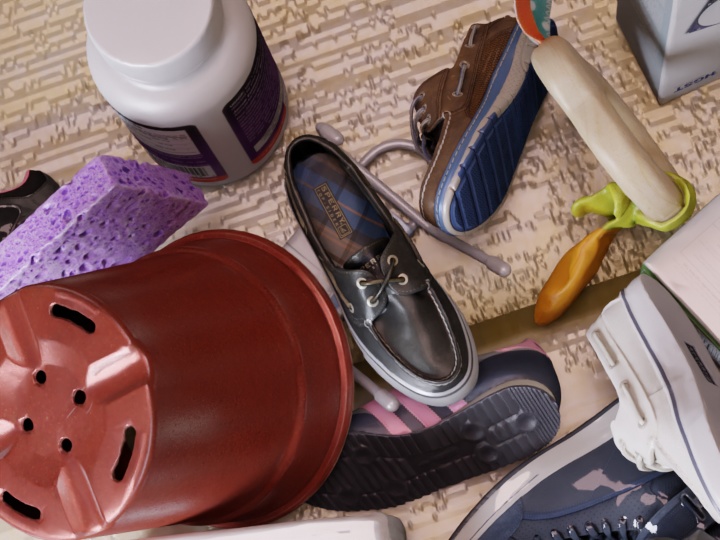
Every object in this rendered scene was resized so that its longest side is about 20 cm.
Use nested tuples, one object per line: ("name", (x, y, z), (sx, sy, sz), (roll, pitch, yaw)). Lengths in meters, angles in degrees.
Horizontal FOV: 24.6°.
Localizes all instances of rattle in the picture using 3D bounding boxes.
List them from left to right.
("rattle", (0.120, -0.089, 1.100), (0.142, 0.131, 0.200), (-34, 111, 32))

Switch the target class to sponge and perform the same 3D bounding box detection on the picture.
("sponge", (-0.205, 0.000, 1.102), (0.200, 0.111, 0.030), (-39, 71, 18))

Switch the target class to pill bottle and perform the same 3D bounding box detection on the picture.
("pill bottle", (-0.117, -0.138, 1.101), (0.110, 0.200, 0.112), (-2, 75, 6))

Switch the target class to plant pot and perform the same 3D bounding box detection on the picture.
("plant pot", (-0.135, 0.077, 1.026), (0.199, 0.195, 0.203), (1, 93, 27))

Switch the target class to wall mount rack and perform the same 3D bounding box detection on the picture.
("wall mount rack", (0.000, 0.000, 1.124), (0.173, 0.075, 0.200), (39, 84, 14))

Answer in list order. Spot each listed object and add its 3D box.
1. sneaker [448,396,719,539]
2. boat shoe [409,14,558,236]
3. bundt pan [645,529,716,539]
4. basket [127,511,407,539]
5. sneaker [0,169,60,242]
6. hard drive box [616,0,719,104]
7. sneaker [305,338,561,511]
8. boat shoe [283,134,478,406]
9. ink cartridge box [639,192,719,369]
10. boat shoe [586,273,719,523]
("sneaker", (0.163, 0.175, 1.058), (0.202, 0.077, 0.147), (-34, 72, -3))
("boat shoe", (0.073, -0.099, 1.124), (0.072, 0.073, 0.201), (9, 45, 23))
("bundt pan", (0.211, 0.227, 0.990), (0.200, 0.203, 0.076), (6, 46, 9))
("basket", (-0.067, 0.226, 1.048), (0.198, 0.136, 0.125), (-6, 79, 6))
("sneaker", (-0.284, -0.010, 1.153), (0.199, 0.079, 0.096), (-25, 65, -24))
("hard drive box", (0.253, -0.205, 1.078), (0.155, 0.200, 0.077), (-25, 75, 1))
("sneaker", (0.042, 0.103, 1.107), (0.198, 0.082, 0.071), (-16, 118, 17))
("boat shoe", (0.006, -0.001, 1.059), (0.068, 0.057, 0.201), (-33, 72, -1))
("ink cartridge box", (0.293, -0.026, 1.100), (0.200, 0.059, 0.104), (-41, 75, -4))
("boat shoe", (0.188, 0.091, 1.008), (0.070, 0.071, 0.201), (-42, 42, 21))
